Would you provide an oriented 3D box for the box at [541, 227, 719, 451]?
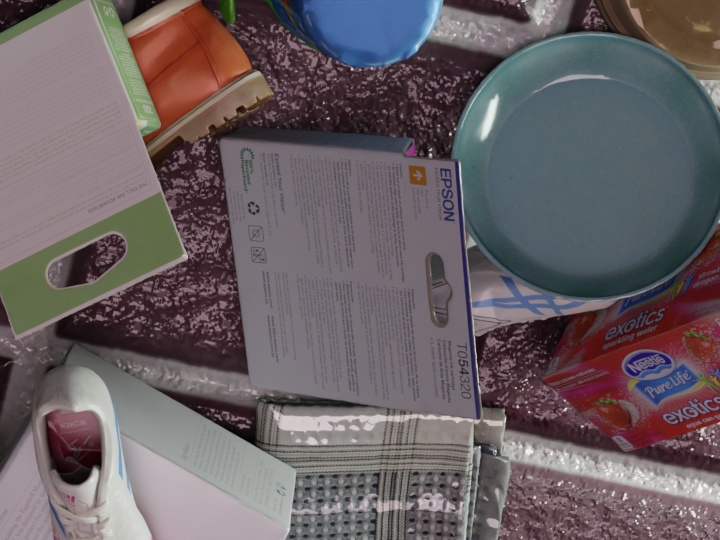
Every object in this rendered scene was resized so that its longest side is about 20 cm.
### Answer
[{"bbox_3d":[0.238,0.047,1.685,0.095,0.100,0.200,41,145,-18],"label":"box"}]

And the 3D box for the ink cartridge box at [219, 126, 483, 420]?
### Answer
[{"bbox_3d":[0.000,0.000,1.672,0.199,0.043,0.197,7,114,29],"label":"ink cartridge box"}]

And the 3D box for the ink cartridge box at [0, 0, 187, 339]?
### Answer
[{"bbox_3d":[-0.205,-0.072,1.609,0.145,0.048,0.201,-25,83,17],"label":"ink cartridge box"}]

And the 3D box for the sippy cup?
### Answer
[{"bbox_3d":[0.001,-0.200,1.605,0.178,0.130,0.140,-41,110,8],"label":"sippy cup"}]

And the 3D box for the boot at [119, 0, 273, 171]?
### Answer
[{"bbox_3d":[-0.170,-0.115,1.657,0.200,0.075,0.107,-32,92,11],"label":"boot"}]

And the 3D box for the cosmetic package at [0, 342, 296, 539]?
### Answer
[{"bbox_3d":[-0.182,0.197,1.723,0.200,0.123,0.200,30,104,-8],"label":"cosmetic package"}]

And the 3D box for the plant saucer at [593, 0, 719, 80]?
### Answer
[{"bbox_3d":[0.261,-0.230,1.679,0.199,0.029,0.201,-2,110,-5],"label":"plant saucer"}]

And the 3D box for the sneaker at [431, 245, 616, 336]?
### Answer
[{"bbox_3d":[0.094,0.018,1.721,0.199,0.072,0.073,-2,127,10],"label":"sneaker"}]

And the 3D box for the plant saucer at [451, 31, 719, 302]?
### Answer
[{"bbox_3d":[0.165,-0.071,1.682,0.199,0.036,0.201,-1,77,4],"label":"plant saucer"}]

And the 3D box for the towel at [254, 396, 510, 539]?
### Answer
[{"bbox_3d":[0.013,0.190,1.802,0.199,0.035,0.193,2,110,-8],"label":"towel"}]

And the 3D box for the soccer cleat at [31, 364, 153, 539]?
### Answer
[{"bbox_3d":[-0.187,0.165,1.607,0.070,0.086,0.201,-13,105,5],"label":"soccer cleat"}]
